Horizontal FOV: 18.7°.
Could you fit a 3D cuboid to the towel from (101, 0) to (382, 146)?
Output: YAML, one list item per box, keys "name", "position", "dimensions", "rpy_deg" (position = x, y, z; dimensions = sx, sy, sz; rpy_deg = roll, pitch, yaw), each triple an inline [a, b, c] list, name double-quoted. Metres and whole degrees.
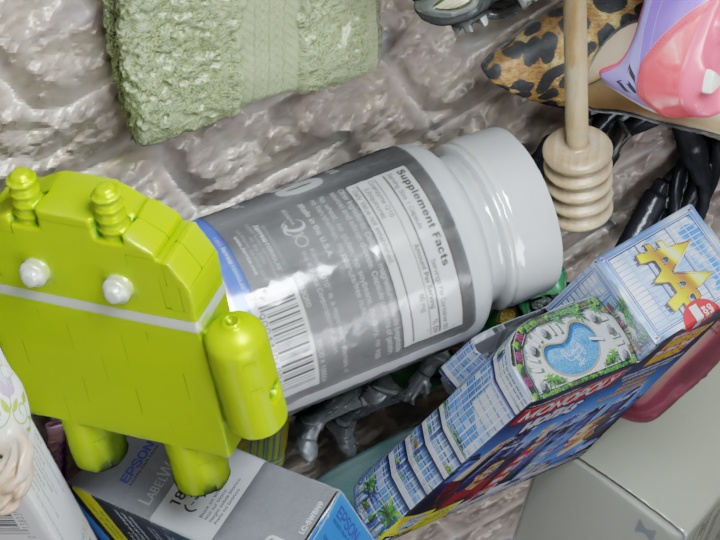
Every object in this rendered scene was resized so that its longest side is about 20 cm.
- name: "towel"
  position: [-0.052, -0.144, 1.004]
  dimensions: [0.148, 0.037, 0.201]
  rpy_deg: [-20, 145, -18]

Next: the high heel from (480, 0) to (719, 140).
- name: "high heel"
  position: [0.173, -0.091, 1.162]
  dimensions: [0.199, 0.143, 0.072]
  rpy_deg: [-12, 138, -31]

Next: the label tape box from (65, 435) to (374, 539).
- name: "label tape box"
  position: [-0.079, 0.150, 1.229]
  dimensions: [0.063, 0.199, 0.144]
  rpy_deg: [-57, 144, -22]

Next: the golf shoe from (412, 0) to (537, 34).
- name: "golf shoe"
  position: [0.097, -0.191, 0.981]
  dimensions: [0.199, 0.078, 0.095]
  rpy_deg: [-31, 115, -6]

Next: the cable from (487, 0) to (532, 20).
- name: "cable"
  position: [0.076, -0.197, 1.060]
  dimensions: [0.097, 0.050, 0.200]
  rpy_deg: [-22, 135, 5]

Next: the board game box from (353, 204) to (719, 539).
- name: "board game box"
  position: [0.109, 0.052, 1.209]
  dimensions: [0.199, 0.062, 0.200]
  rpy_deg: [-16, 156, -48]

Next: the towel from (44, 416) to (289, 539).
- name: "towel"
  position: [-0.116, 0.128, 1.293]
  dimensions: [0.143, 0.023, 0.201]
  rpy_deg: [-9, 141, -15]

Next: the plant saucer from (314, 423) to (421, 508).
- name: "plant saucer"
  position: [0.029, 0.131, 1.385]
  dimensions: [0.199, 0.036, 0.200]
  rpy_deg: [-25, 167, -6]

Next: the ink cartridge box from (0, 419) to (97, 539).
- name: "ink cartridge box"
  position: [-0.242, 0.140, 1.184]
  dimensions: [0.175, 0.045, 0.200]
  rpy_deg: [-1, 149, 6]

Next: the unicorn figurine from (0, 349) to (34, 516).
- name: "unicorn figurine"
  position: [-0.205, 0.029, 1.029]
  dimensions: [0.137, 0.201, 0.074]
  rpy_deg: [-35, 175, 34]

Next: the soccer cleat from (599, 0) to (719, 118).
- name: "soccer cleat"
  position: [0.186, -0.173, 1.118]
  dimensions: [0.067, 0.076, 0.201]
  rpy_deg: [27, 83, -53]

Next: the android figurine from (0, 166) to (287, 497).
- name: "android figurine"
  position: [-0.122, 0.029, 1.067]
  dimensions: [0.201, 0.181, 0.041]
  rpy_deg: [81, 29, -44]

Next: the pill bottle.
- name: "pill bottle"
  position: [0.000, 0.000, 1.163]
  dimensions: [0.199, 0.114, 0.114]
  rpy_deg: [-21, 145, -18]

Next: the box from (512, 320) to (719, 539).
- name: "box"
  position: [0.207, 0.116, 1.429]
  dimensions: [0.200, 0.109, 0.128]
  rpy_deg: [-41, 157, -34]

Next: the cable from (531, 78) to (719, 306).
- name: "cable"
  position: [0.149, -0.042, 1.305]
  dimensions: [0.162, 0.051, 0.201]
  rpy_deg: [-12, 139, -37]

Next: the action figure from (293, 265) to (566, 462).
- name: "action figure"
  position: [0.043, 0.048, 1.282]
  dimensions: [0.200, 0.055, 0.118]
  rpy_deg: [-37, 162, 31]

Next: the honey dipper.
- name: "honey dipper"
  position: [0.110, -0.104, 1.106]
  dimensions: [0.038, 0.038, 0.201]
  rpy_deg: [-22, 136, -17]
